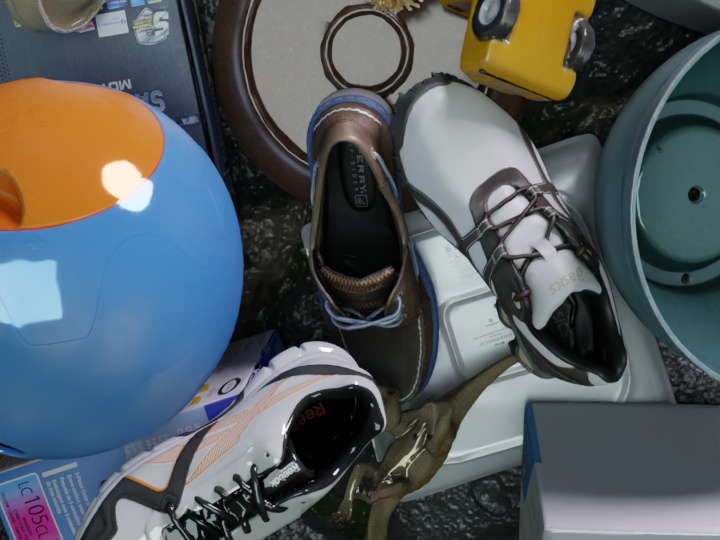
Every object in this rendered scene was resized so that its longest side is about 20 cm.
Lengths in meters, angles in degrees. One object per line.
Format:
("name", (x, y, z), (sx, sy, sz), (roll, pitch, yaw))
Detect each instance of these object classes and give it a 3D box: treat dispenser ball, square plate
("treat dispenser ball", (-0.162, -0.001, 0.670), (0.199, 0.201, 0.203), (1, 103, 4))
("square plate", (0.083, 0.037, 0.798), (0.198, 0.028, 0.200), (-17, 101, 8))

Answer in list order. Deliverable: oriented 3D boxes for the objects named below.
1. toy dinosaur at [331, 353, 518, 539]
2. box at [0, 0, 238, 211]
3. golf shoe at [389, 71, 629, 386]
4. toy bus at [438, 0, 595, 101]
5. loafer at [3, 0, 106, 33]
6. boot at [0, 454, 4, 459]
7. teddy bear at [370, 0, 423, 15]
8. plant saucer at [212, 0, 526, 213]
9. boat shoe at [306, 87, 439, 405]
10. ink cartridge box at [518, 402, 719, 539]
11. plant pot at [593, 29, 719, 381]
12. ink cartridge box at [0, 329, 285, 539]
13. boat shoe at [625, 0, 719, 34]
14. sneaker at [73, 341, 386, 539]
("toy dinosaur", (0.039, 0.099, 0.761), (0.058, 0.101, 0.201), (37, 90, 33))
("box", (-0.188, -0.093, 0.779), (0.198, 0.051, 0.159), (-8, 103, 6))
("golf shoe", (0.091, -0.021, 0.688), (0.078, 0.094, 0.201), (-38, 108, -6))
("toy bus", (0.096, -0.197, 0.688), (0.065, 0.078, 0.202), (15, 89, -32))
("loafer", (-0.126, -0.210, 0.681), (0.068, 0.076, 0.201), (40, 106, 23))
("boot", (-0.325, 0.144, 0.775), (0.187, 0.069, 0.201), (24, 60, 0))
("teddy bear", (-0.007, -0.236, 0.687), (0.144, 0.067, 0.201), (-27, 85, 39))
("plant saucer", (0.005, -0.132, 0.754), (0.198, 0.034, 0.202), (1, 97, 6))
("boat shoe", (0.000, 0.000, 0.733), (0.072, 0.073, 0.202), (-9, 113, 12))
("ink cartridge box", (0.170, 0.202, 0.753), (0.145, 0.147, 0.202), (1, 112, 3))
("plant pot", (0.212, -0.041, 0.702), (0.198, 0.134, 0.202), (-2, 97, -14))
("ink cartridge box", (-0.109, 0.105, 0.773), (0.198, 0.137, 0.077), (-20, 101, 9))
("boat shoe", (0.217, -0.171, 0.723), (0.198, 0.071, 0.064), (21, 89, 0))
("sneaker", (-0.069, 0.112, 0.652), (0.200, 0.080, 0.074), (-43, 109, -13))
